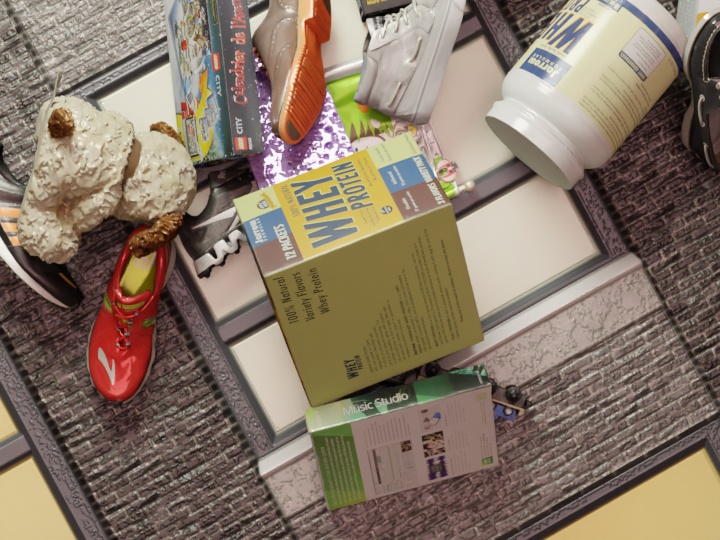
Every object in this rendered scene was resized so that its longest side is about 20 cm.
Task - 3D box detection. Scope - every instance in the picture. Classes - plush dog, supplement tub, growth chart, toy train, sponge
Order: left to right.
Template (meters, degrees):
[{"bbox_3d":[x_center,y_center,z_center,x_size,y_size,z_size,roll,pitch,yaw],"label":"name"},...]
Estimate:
[{"bbox_3d":[-0.253,-0.108,1.599,0.171,0.161,0.201,15,58,-18],"label":"plush dog"},{"bbox_3d":[-0.079,-0.161,1.653,0.111,0.030,0.201,-20,66,-5],"label":"sponge"},{"bbox_3d":[0.021,-0.147,1.703,0.144,0.018,0.201,-27,90,-3],"label":"growth chart"},{"bbox_3d":[0.093,0.128,1.693,0.199,0.034,0.046,17,91,-3],"label":"toy train"},{"bbox_3d":[0.244,-0.203,1.654,0.145,0.145,0.200,40,86,-2],"label":"supplement tub"}]

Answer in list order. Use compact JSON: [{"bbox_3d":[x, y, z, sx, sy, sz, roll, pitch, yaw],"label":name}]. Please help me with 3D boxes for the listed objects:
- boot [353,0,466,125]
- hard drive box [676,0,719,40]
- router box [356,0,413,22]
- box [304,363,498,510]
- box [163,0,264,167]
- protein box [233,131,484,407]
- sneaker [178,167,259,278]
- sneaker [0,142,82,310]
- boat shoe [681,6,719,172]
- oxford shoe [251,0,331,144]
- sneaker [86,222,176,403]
[{"bbox_3d":[0.054,-0.260,1.642,0.095,0.074,0.201,15,105,-5],"label":"boot"},{"bbox_3d":[0.441,-0.326,1.705,0.155,0.077,0.202,7,88,-4],"label":"hard drive box"},{"bbox_3d":[0.078,-0.377,1.693,0.199,0.052,0.158,-15,90,-4],"label":"router box"},{"bbox_3d":[0.047,0.180,1.644,0.199,0.145,0.036,-15,46,-5],"label":"box"},{"bbox_3d":[-0.158,-0.215,1.630,0.037,0.136,0.202,-7,91,-31],"label":"box"},{"bbox_3d":[0.000,0.000,1.594,0.199,0.135,0.199,-21,132,-4],"label":"protein box"},{"bbox_3d":[-0.120,-0.083,1.667,0.200,0.066,0.091,-37,94,-1],"label":"sneaker"},{"bbox_3d":[-0.357,-0.049,1.649,0.090,0.070,0.200,-43,90,0],"label":"sneaker"},{"bbox_3d":[0.386,-0.191,1.644,0.073,0.201,0.060,-21,48,-17],"label":"boat shoe"},{"bbox_3d":[-0.079,-0.220,1.634,0.072,0.071,0.201,-3,59,20],"label":"oxford shoe"},{"bbox_3d":[-0.252,0.043,1.647,0.076,0.085,0.202,11,88,-2],"label":"sneaker"}]
